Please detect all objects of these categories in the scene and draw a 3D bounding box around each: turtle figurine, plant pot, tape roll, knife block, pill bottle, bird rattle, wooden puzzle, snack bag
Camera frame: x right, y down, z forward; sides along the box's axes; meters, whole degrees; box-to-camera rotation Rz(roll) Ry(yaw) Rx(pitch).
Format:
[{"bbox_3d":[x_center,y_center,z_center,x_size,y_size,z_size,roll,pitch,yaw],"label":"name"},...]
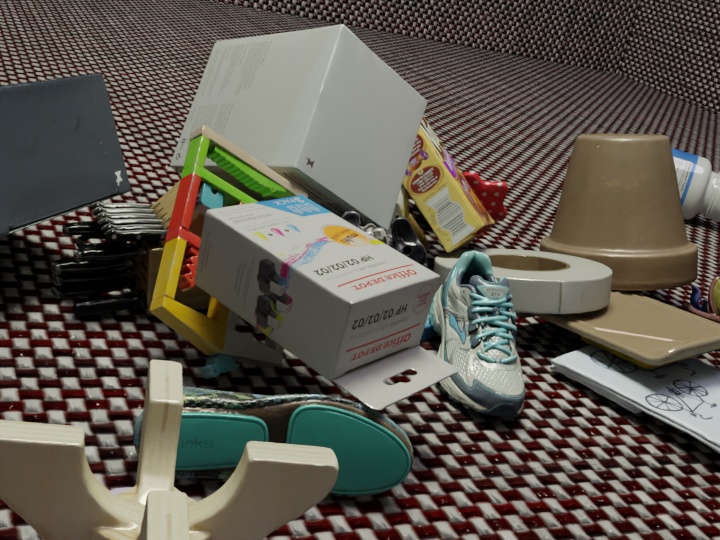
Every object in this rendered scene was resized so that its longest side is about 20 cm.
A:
[{"bbox_3d":[0.481,0.022,1.090,0.197,0.147,0.194,15,-2,19],"label":"turtle figurine"},{"bbox_3d":[0.323,-0.080,1.184,0.196,0.178,0.200,0,9,0],"label":"plant pot"},{"bbox_3d":[0.179,0.009,1.056,0.198,0.038,0.203,3,10,0],"label":"tape roll"},{"bbox_3d":[-0.177,0.003,0.881,0.200,0.175,0.064,47,1,-44],"label":"knife block"},{"bbox_3d":[0.548,-0.156,1.669,0.197,0.114,0.112,20,21,13],"label":"pill bottle"},{"bbox_3d":[0.108,-0.111,1.280,0.197,0.115,0.163,20,-6,14],"label":"bird rattle"},{"bbox_3d":[0.294,0.062,1.017,0.183,0.038,0.198,-6,16,-40],"label":"wooden puzzle"},{"bbox_3d":[0.317,0.118,0.953,0.198,0.022,0.187,27,23,37],"label":"snack bag"}]

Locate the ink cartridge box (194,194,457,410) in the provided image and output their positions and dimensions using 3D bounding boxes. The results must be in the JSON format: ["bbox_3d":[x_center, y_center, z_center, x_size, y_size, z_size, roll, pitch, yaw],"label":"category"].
[{"bbox_3d":[-0.021,0.016,0.735,0.198,0.069,0.114,31,28,30],"label":"ink cartridge box"}]

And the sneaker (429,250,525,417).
[{"bbox_3d":[0.110,0.053,0.884,0.076,0.088,0.201,9,31,-16],"label":"sneaker"}]

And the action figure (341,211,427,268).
[{"bbox_3d":[0.000,0.000,0.906,0.116,0.104,0.200,2,-4,-8],"label":"action figure"}]

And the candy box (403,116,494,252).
[{"bbox_3d":[0.076,-0.122,1.113,0.202,0.056,0.117,56,14,5],"label":"candy box"}]

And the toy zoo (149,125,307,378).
[{"bbox_3d":[-0.109,-0.006,0.807,0.020,0.203,0.130,-17,-36,40],"label":"toy zoo"}]

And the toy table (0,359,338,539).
[{"bbox_3d":[-0.108,0.142,0.497,0.181,0.119,0.200,3,22,-26],"label":"toy table"}]

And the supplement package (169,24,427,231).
[{"bbox_3d":[-0.065,-0.143,0.996,0.198,0.154,0.150,6,-17,43],"label":"supplement package"}]

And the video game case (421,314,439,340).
[{"bbox_3d":[-0.031,0.027,0.974,0.199,0.018,0.142,31,26,37],"label":"video game case"}]

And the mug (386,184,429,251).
[{"bbox_3d":[0.004,-0.091,1.129,0.183,0.152,0.154,-2,33,-21],"label":"mug"}]

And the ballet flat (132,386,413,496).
[{"bbox_3d":[-0.061,0.115,0.673,0.196,0.075,0.074,12,20,-15],"label":"ballet flat"}]

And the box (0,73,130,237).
[{"bbox_3d":[-0.347,-0.093,0.840,0.196,0.120,0.197,-6,13,22],"label":"box"}]
